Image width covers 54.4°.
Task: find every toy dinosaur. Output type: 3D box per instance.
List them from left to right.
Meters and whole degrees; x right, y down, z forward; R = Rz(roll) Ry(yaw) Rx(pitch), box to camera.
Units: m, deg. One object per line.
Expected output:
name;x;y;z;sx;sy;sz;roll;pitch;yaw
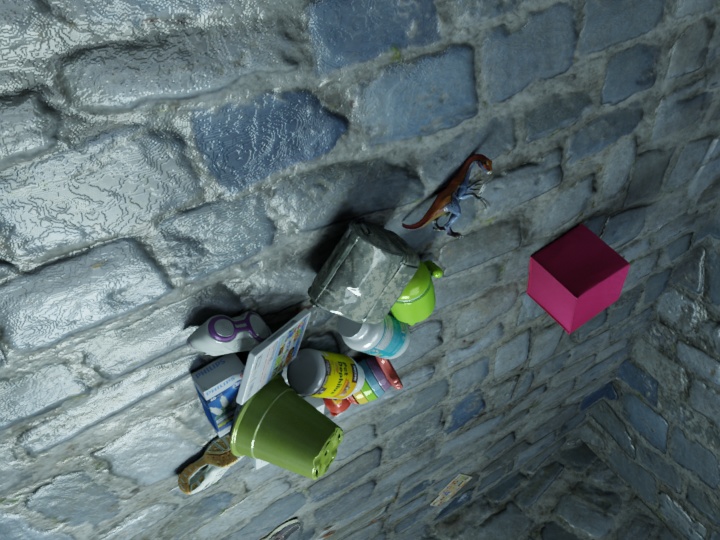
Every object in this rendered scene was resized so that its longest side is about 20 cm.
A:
toy dinosaur;0.211;-0.165;1.517;0.200;0.105;0.182;-1;110;-29

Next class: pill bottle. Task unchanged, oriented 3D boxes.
pill bottle;-0.076;0.250;1.675;0.109;0.109;0.200;-51;146;14
pill bottle;0.027;0.142;1.655;0.111;0.111;0.200;-48;146;11

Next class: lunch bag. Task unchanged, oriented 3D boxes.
lunch bag;0.000;0.000;1.435;0.168;0.139;0.200;10;121;-51

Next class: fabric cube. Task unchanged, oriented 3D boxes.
fabric cube;0.632;0.026;2.062;0.199;0.196;0.200;-32;147;-14

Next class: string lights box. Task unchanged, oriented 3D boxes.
string lights box;-0.292;0.269;1.519;0.103;0.059;0.200;-31;146;-22

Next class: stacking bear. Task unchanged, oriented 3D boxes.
stacking bear;-0.005;0.297;1.809;0.200;0.121;0.114;-31;173;1

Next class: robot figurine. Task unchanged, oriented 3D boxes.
robot figurine;0.111;0.045;1.623;0.175;0.116;0.200;-29;146;-4

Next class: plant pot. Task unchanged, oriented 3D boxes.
plant pot;-0.146;0.354;1.523;0.200;0.190;0.200;-52;156;-36

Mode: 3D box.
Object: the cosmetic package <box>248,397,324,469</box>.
cosmetic package;-0.191;0.411;1.800;0.200;0.052;0.151;-23;140;-27

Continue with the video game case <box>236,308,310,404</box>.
video game case;-0.179;0.177;1.462;0.200;0.018;0.143;-38;154;-52

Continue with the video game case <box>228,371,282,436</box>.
video game case;-0.217;0.254;1.532;0.143;0.019;0.200;-19;131;-64

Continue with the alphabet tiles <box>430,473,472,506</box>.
alphabet tiles;0.395;0.968;3.086;0.200;0.008;0.167;-46;147;6

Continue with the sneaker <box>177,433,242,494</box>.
sneaker;-0.346;0.460;1.693;0.200;0.076;0.088;-35;162;-4

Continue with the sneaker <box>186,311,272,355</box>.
sneaker;-0.260;0.129;1.403;0.100;0.075;0.200;-29;158;28

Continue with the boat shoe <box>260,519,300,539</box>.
boat shoe;-0.271;0.873;2.237;0.200;0.065;0.072;-28;143;-21
